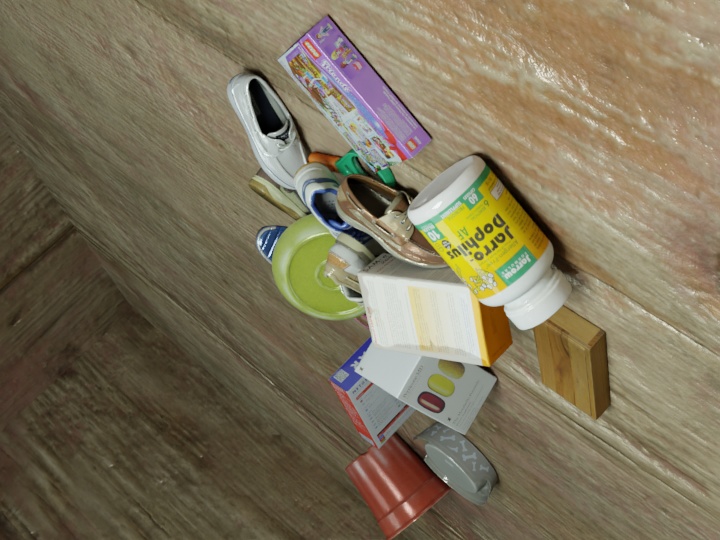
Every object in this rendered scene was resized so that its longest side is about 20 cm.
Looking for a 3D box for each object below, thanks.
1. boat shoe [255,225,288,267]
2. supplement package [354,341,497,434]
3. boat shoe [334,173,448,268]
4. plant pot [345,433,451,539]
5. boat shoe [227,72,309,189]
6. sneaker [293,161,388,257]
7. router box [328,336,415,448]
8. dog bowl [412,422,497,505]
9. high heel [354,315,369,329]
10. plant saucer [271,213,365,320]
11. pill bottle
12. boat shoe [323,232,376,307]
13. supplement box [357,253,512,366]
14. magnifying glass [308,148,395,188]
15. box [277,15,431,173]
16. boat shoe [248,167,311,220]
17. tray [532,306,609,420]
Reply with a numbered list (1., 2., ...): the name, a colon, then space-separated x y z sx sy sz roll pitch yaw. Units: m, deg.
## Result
1. boat shoe: -0.098 -0.027 1.855 0.200 0.072 0.072 26 -174 -35
2. supplement package: 0.107 0.169 1.828 0.109 0.114 0.200 27 177 45
3. boat shoe: 0.052 -0.070 1.552 0.200 0.076 0.072 26 152 12
4. plant pot: 0.078 0.498 2.660 0.195 0.201 0.201 50 164 10
5. boat shoe: -0.129 -0.203 1.684 0.200 0.074 0.065 55 161 -24
6. sneaker: -0.022 -0.071 1.663 0.200 0.075 0.088 39 -165 -30
7. router box: 0.057 0.177 1.921 0.049 0.200 0.180 31 157 39
8. dog bowl: 0.200 0.395 2.334 0.200 0.059 0.200 40 162 16
9. high heel: 0.009 0.069 1.987 0.200 0.067 0.096 45 175 -14
10. plant saucer: -0.042 0.001 1.781 0.200 0.200 0.031 53 -161 -23
11. pill bottle: 0.159 -0.029 1.350 0.200 0.113 0.113 49 163 -11
12. boat shoe: 0.002 0.016 1.681 0.075 0.068 0.200 29 170 37
13. supplement box: 0.104 0.052 1.582 0.200 0.074 0.126 7 121 36
14. magnifying glass: -0.016 -0.151 1.642 0.200 0.022 0.080 16 147 55
15. box: -0.010 -0.218 1.432 0.200 0.039 0.137 49 163 -11
16. boat shoe: -0.097 -0.115 1.808 0.073 0.065 0.200 33 179 35
17. tray: 0.286 0.122 1.535 0.099 0.037 0.200 34 159 32
